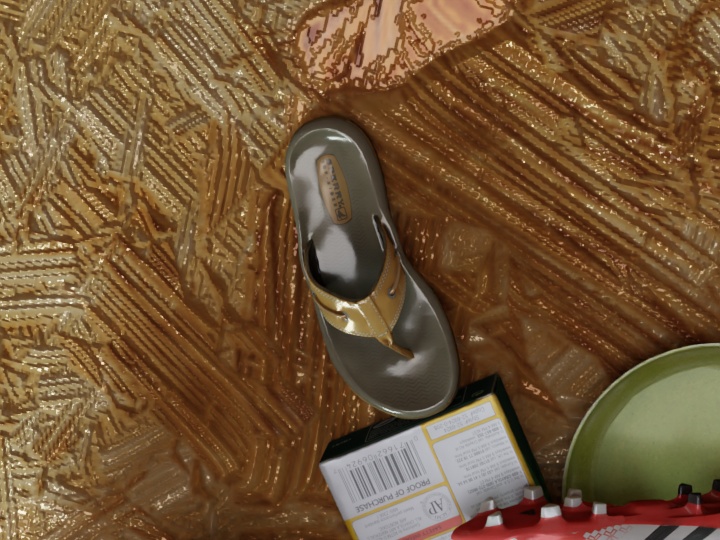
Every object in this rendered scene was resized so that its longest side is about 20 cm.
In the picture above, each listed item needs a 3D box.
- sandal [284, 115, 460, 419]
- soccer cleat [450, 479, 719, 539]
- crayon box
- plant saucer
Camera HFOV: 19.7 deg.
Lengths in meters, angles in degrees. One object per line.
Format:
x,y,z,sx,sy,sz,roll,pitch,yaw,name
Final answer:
0.000,0.000,1.300,0.080,0.054,0.202,-19,89,10,sandal
0.155,0.178,1.284,0.198,0.069,0.086,-3,97,-7,soccer cleat
0.071,0.184,1.349,0.125,0.052,0.201,-22,99,11,crayon box
0.229,0.140,1.328,0.198,0.031,0.202,2,103,8,plant saucer
